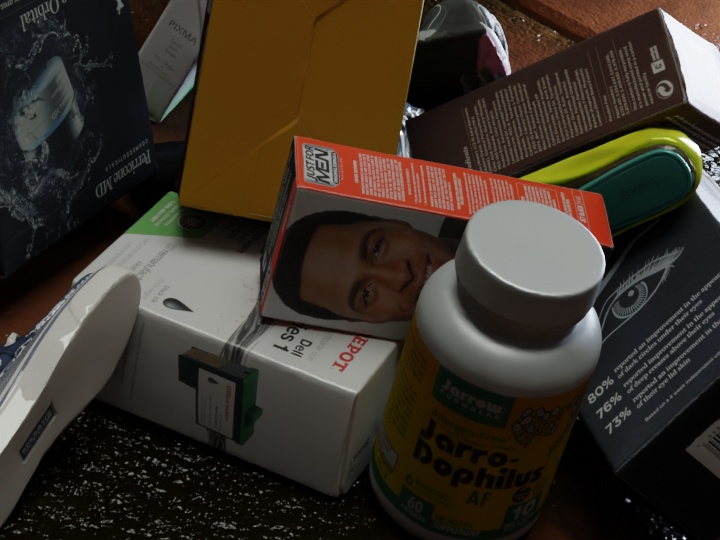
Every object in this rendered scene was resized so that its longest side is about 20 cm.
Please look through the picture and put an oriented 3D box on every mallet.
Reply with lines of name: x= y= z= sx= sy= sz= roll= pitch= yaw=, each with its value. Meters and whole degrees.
mallet: x=-0.110 y=-0.027 z=1.645 sx=0.065 sy=0.041 sz=0.200 roll=-2 pitch=37 yaw=-23

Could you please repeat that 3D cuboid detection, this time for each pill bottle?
pill bottle: x=0.078 y=0.061 z=1.386 sx=0.112 sy=0.201 sz=0.113 roll=10 pitch=40 yaw=-8

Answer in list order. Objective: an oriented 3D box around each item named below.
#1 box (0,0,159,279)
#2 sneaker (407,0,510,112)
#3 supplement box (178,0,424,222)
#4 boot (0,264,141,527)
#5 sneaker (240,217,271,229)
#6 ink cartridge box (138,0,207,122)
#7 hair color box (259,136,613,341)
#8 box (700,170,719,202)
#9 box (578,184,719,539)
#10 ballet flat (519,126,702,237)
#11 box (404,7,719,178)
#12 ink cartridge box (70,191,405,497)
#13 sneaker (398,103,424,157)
box: x=-0.245 y=-0.126 z=1.576 sx=0.117 sy=0.201 sz=0.197 roll=5 pitch=26 yaw=28
sneaker: x=0.068 y=-0.150 z=1.633 sx=0.080 sy=0.200 sz=0.087 roll=4 pitch=72 yaw=3
supplement box: x=-0.041 y=-0.137 z=1.560 sx=0.132 sy=0.199 sz=0.200 roll=10 pitch=7 yaw=-6
boot: x=-0.214 y=0.063 z=1.374 sx=0.090 sy=0.073 sz=0.200 roll=20 pitch=55 yaw=20
sneaker: x=0.000 y=0.000 z=1.573 sx=0.199 sy=0.078 sz=0.070 roll=30 pitch=33 yaw=14
ink cartridge box: x=-0.099 y=-0.226 z=1.814 sx=0.050 sy=0.200 sz=0.161 roll=38 pitch=33 yaw=-1
hair color box: x=0.045 y=-0.010 z=1.442 sx=0.198 sy=0.102 sz=0.061 roll=10 pitch=35 yaw=-10
box: x=0.165 y=-0.047 z=1.745 sx=0.199 sy=0.060 sz=0.117 roll=-5 pitch=34 yaw=-24
box: x=0.207 y=0.047 z=1.492 sx=0.104 sy=0.148 sz=0.200 roll=37 pitch=16 yaw=-34
ballet flat: x=0.127 y=-0.040 z=1.506 sx=0.199 sy=0.067 sz=0.067 roll=-23 pitch=22 yaw=17
box: x=0.141 y=-0.094 z=1.564 sx=0.100 sy=0.199 sz=0.075 roll=20 pitch=52 yaw=-57
ink cartridge box: x=-0.068 y=0.044 z=1.491 sx=0.199 sy=0.085 sz=0.146 roll=20 pitch=32 yaw=13
sneaker: x=0.040 y=-0.105 z=1.774 sx=0.145 sy=0.081 sz=0.200 roll=-2 pitch=26 yaw=-11
